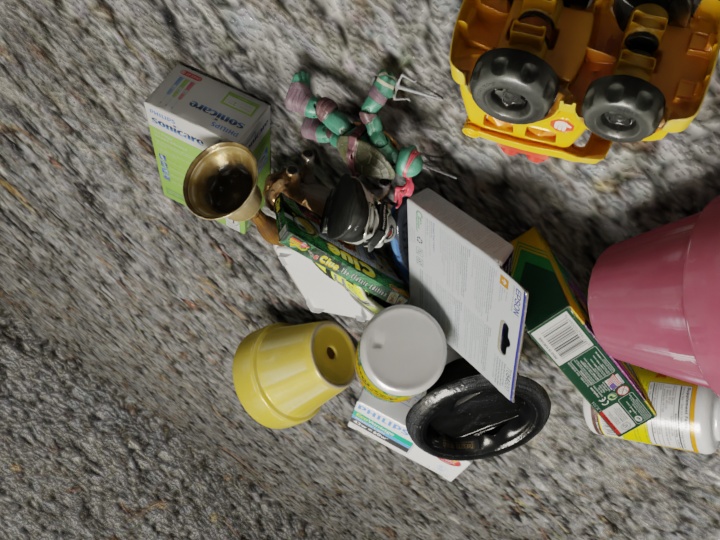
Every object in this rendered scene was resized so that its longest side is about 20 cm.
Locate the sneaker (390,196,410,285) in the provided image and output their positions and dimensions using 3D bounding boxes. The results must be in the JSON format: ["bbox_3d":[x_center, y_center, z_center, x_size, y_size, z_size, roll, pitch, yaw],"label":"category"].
[{"bbox_3d":[0.062,-0.038,0.923,0.078,0.066,0.201,39,168,33],"label":"sneaker"}]

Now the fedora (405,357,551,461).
[{"bbox_3d":[0.157,0.178,0.950,0.197,0.092,0.203,-2,132,-2],"label":"fedora"}]

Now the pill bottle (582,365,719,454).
[{"bbox_3d":[0.407,0.177,0.906,0.198,0.110,0.110,2,140,39],"label":"pill bottle"}]

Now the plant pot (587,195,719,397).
[{"bbox_3d":[0.336,0.029,0.674,0.200,0.201,0.178,44,155,-23],"label":"plant pot"}]

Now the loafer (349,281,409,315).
[{"bbox_3d":[0.073,0.060,1.068,0.197,0.073,0.063,18,161,8],"label":"loafer"}]

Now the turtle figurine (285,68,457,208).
[{"bbox_3d":[0.013,-0.155,0.782,0.198,0.101,0.151,26,150,20],"label":"turtle figurine"}]

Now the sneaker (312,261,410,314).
[{"bbox_3d":[0.000,0.000,1.006,0.199,0.076,0.076,37,176,7],"label":"sneaker"}]

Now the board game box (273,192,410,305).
[{"bbox_3d":[-0.024,-0.024,0.900,0.199,0.105,0.024,30,115,-28],"label":"board game box"}]

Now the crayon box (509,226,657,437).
[{"bbox_3d":[0.256,0.069,0.819,0.058,0.173,0.200,-35,116,19],"label":"crayon box"}]

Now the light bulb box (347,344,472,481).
[{"bbox_3d":[0.111,0.191,1.099,0.196,0.201,0.125,27,150,6],"label":"light bulb box"}]

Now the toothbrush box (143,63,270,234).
[{"bbox_3d":[-0.208,-0.165,0.967,0.144,0.087,0.201,25,150,8],"label":"toothbrush box"}]

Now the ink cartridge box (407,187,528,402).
[{"bbox_3d":[0.132,0.029,0.820,0.200,0.040,0.201,44,152,37],"label":"ink cartridge box"}]

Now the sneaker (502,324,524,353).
[{"bbox_3d":[0.163,0.082,0.991,0.144,0.081,0.202,9,139,14],"label":"sneaker"}]

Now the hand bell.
[{"bbox_3d":[-0.141,-0.076,0.919,0.103,0.105,0.200,16,166,23],"label":"hand bell"}]

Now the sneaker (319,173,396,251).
[{"bbox_3d":[0.006,-0.063,0.793,0.087,0.075,0.200,17,-176,-8],"label":"sneaker"}]

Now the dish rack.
[{"bbox_3d":[-0.055,0.016,1.144,0.170,0.044,0.201,9,143,33],"label":"dish rack"}]

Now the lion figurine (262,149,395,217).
[{"bbox_3d":[-0.046,-0.094,0.941,0.198,0.073,0.123,27,147,9],"label":"lion figurine"}]

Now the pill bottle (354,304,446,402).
[{"bbox_3d":[0.048,0.120,0.931,0.112,0.114,0.200,28,166,3],"label":"pill bottle"}]

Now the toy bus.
[{"bbox_3d":[0.185,-0.157,0.603,0.197,0.137,0.192,18,161,16],"label":"toy bus"}]

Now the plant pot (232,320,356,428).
[{"bbox_3d":[-0.113,0.184,1.316,0.188,0.202,0.201,-26,121,37],"label":"plant pot"}]
